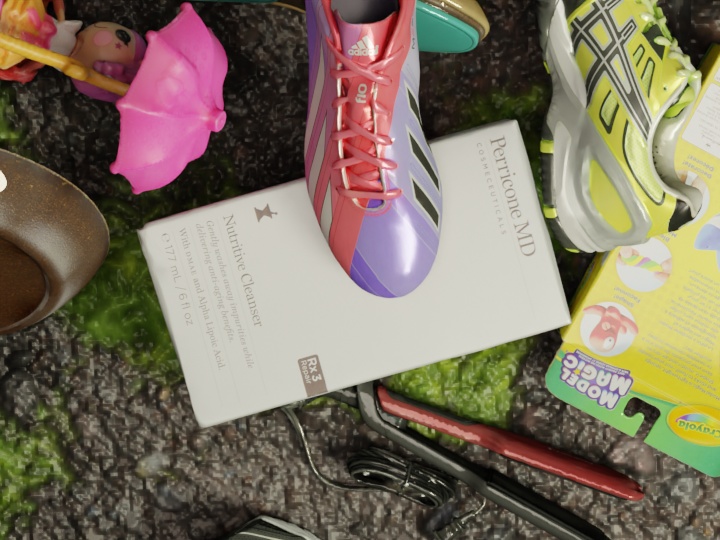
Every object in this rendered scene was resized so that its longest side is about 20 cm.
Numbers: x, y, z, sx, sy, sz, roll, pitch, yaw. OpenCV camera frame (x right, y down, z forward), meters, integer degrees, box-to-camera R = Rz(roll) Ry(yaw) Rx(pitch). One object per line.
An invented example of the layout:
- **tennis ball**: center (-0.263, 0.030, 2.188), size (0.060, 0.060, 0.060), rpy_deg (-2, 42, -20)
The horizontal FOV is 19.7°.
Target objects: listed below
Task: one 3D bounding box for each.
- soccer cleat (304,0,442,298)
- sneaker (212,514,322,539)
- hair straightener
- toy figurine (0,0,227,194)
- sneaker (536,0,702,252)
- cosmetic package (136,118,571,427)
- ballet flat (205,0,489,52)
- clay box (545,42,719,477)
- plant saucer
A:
- **soccer cleat**: center (0.003, -0.085, 0.985), size (0.066, 0.076, 0.201), rpy_deg (-3, 94, 4)
- **sneaker**: center (-0.014, 0.219, 1.110), size (0.080, 0.086, 0.200), rpy_deg (-41, 97, 6)
- **hair straightener**: center (0.047, 0.115, 1.113), size (0.199, 0.041, 0.077), rpy_deg (20, 100, -3)
- **toy figurine**: center (-0.157, -0.109, 1.030), size (0.184, 0.200, 0.151), rpy_deg (23, 97, -23)
- **sneaker**: center (0.133, -0.111, 1.039), size (0.076, 0.075, 0.201), rpy_deg (-2, 94, 25)
- **cosmetic package**: center (0.000, 0.000, 1.068), size (0.199, 0.081, 0.113), rpy_deg (-18, 92, 5)
- **ballet flat**: center (-0.028, -0.162, 1.055), size (0.199, 0.069, 0.063), rpy_deg (11, 71, -4)
- **clay box**: center (0.187, -0.004, 1.086), size (0.115, 0.048, 0.200), rpy_deg (28, 101, -4)
- **plant saucer**: center (-0.225, -0.009, 1.026), size (0.199, 0.200, 0.032), rpy_deg (1, 63, 1)
